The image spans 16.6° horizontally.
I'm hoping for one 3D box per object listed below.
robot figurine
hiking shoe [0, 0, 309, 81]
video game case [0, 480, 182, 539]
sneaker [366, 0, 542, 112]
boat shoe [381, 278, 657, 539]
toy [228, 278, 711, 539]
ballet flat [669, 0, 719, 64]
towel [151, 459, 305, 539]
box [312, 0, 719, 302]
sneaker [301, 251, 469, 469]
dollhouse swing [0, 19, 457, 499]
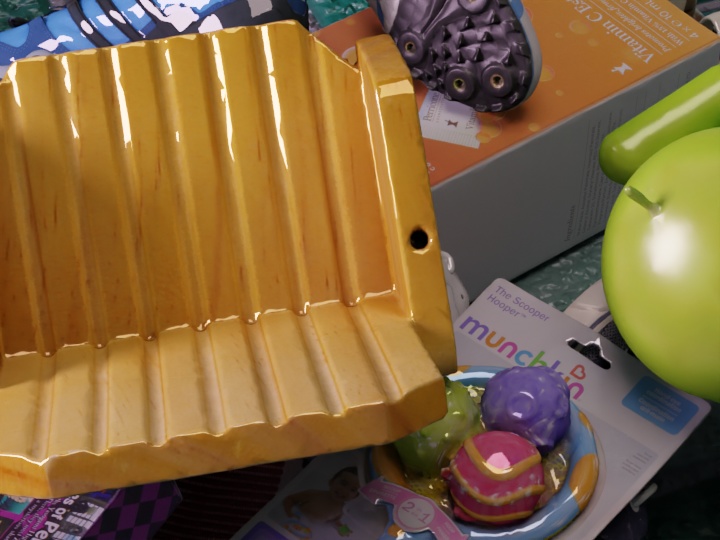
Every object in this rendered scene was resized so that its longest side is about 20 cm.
[{"bbox_3d":[0.177,-0.001,1.050,0.175,0.116,0.200,53,24,21],"label":"robot figurine"},{"bbox_3d":[-0.106,-0.116,1.187,0.200,0.074,0.087,1,81,27],"label":"hiking shoe"},{"bbox_3d":[-0.197,0.133,0.986,0.181,0.036,0.200,8,46,37],"label":"video game case"},{"bbox_3d":[0.027,-0.151,1.189,0.072,0.072,0.200,-5,45,-47],"label":"sneaker"},{"bbox_3d":[0.100,0.081,1.072,0.093,0.075,0.200,37,62,20],"label":"boat shoe"},{"bbox_3d":[0.040,0.080,0.998,0.115,0.047,0.200,33,62,25],"label":"toy"},{"bbox_3d":[0.174,-0.114,1.296,0.069,0.071,0.200,-27,53,-27],"label":"ballet flat"},{"bbox_3d":[-0.003,0.085,1.118,0.200,0.023,0.144,10,46,6],"label":"towel"},{"bbox_3d":[0.062,-0.074,1.227,0.200,0.098,0.124,-28,53,-28],"label":"box"},{"bbox_3d":[0.000,0.000,1.103,0.087,0.075,0.200,-8,84,-35],"label":"sneaker"},{"bbox_3d":[-0.068,-0.013,0.959,0.200,0.176,0.182,-9,87,-3],"label":"dollhouse swing"}]
